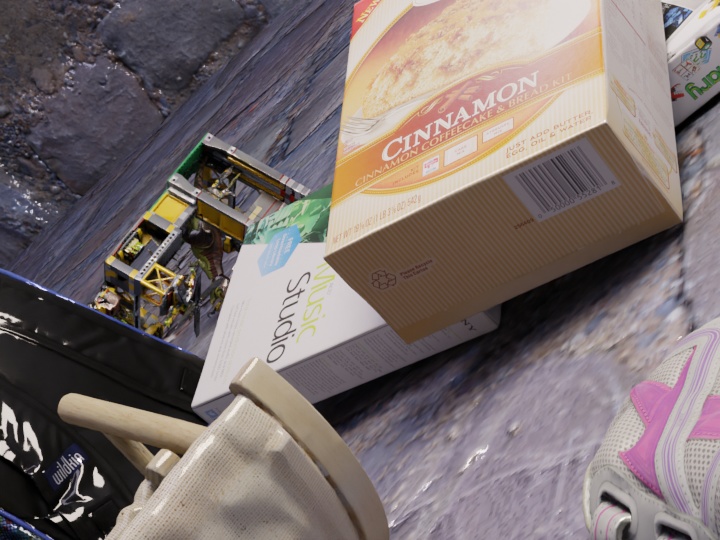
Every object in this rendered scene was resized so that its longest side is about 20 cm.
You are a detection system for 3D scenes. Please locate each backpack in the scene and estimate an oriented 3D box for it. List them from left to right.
[{"bbox_3d":[-0.205,0.108,0.997,0.147,0.199,0.183,-60,2,40],"label":"backpack"}]

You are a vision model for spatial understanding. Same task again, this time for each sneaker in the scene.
[{"bbox_3d":[0.106,0.068,0.438,0.088,0.081,0.200,-43,5,16],"label":"sneaker"}]

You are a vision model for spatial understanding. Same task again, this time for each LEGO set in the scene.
[{"bbox_3d":[-0.113,0.000,1.326,0.200,0.115,0.154,-51,-16,-39],"label":"LEGO set"}]

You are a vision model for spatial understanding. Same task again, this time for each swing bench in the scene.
[{"bbox_3d":[-0.101,0.158,0.694,0.199,0.130,0.200,-51,20,-27],"label":"swing bench"}]

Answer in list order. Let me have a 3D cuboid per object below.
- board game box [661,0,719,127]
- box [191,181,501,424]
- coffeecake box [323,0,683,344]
[{"bbox_3d":[0.185,-0.144,0.916,0.126,0.035,0.200,-40,14,29],"label":"board game box"},{"bbox_3d":[0.000,0.000,0.927,0.199,0.036,0.145,-24,37,35],"label":"box"},{"bbox_3d":[0.070,-0.083,0.830,0.153,0.073,0.201,-26,37,27],"label":"coffeecake box"}]
